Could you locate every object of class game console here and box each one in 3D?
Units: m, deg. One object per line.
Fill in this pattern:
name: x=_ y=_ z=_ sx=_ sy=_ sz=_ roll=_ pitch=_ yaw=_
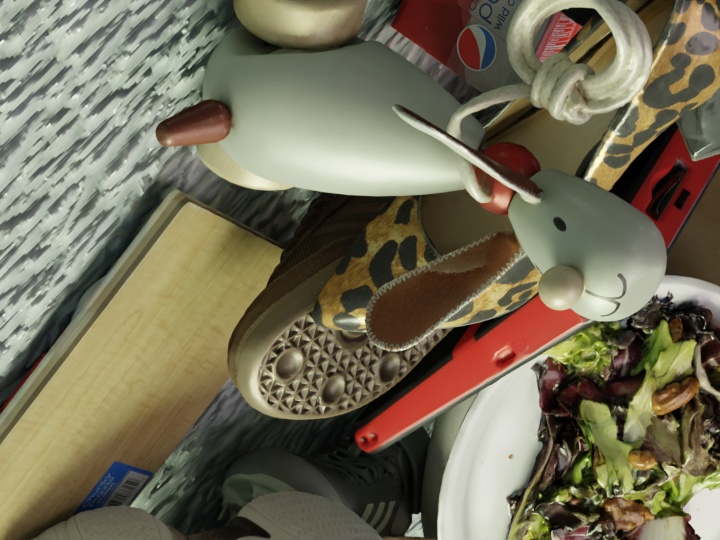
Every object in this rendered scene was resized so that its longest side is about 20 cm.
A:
game console: x=0.091 y=-0.006 z=1.292 sx=0.177 sy=0.031 sz=0.200 roll=-39 pitch=-172 yaw=37

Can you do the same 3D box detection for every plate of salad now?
plate of salad: x=0.127 y=0.100 z=1.314 sx=0.199 sy=0.048 sz=0.201 roll=-11 pitch=114 yaw=-25

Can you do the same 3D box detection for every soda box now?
soda box: x=0.101 y=-0.122 z=1.224 sx=0.200 sy=0.070 sz=0.064 roll=-14 pitch=137 yaw=-56

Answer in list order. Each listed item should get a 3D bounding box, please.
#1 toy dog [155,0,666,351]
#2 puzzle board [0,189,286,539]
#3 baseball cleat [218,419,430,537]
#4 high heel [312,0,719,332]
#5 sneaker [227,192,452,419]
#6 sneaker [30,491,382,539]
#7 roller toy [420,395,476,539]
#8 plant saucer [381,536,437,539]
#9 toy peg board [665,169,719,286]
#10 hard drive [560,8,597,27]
toy dog: x=0.006 y=-0.039 z=1.025 sx=0.096 sy=0.199 sz=0.132 roll=-37 pitch=129 yaw=-43
puzzle board: x=-0.109 y=0.060 z=1.176 sx=0.200 sy=0.017 sz=0.151 roll=-52 pitch=159 yaw=4
baseball cleat: x=-0.014 y=0.102 z=1.385 sx=0.107 sy=0.070 sz=0.200 roll=-61 pitch=164 yaw=-15
high heel: x=0.059 y=-0.049 z=1.079 sx=0.199 sy=0.072 sz=0.143 roll=-29 pitch=157 yaw=-2
sneaker: x=0.000 y=0.000 z=1.207 sx=0.200 sy=0.075 sz=0.071 roll=-30 pitch=132 yaw=-42
sneaker: x=-0.079 y=0.165 z=1.229 sx=0.199 sy=0.075 sz=0.114 roll=-5 pitch=122 yaw=-43
roller toy: x=0.125 y=0.088 z=1.449 sx=0.200 sy=0.139 sz=0.183 roll=53 pitch=56 yaw=-68
plant saucer: x=-0.032 y=0.190 z=1.385 sx=0.199 sy=0.035 sz=0.200 roll=-16 pitch=155 yaw=-7
toy peg board: x=0.246 y=-0.058 z=1.462 sx=0.098 sy=0.199 sz=0.200 roll=-53 pitch=163 yaw=-37
hard drive: x=0.098 y=-0.170 z=1.079 sx=0.200 sy=0.033 sz=0.140 roll=28 pitch=93 yaw=-45
